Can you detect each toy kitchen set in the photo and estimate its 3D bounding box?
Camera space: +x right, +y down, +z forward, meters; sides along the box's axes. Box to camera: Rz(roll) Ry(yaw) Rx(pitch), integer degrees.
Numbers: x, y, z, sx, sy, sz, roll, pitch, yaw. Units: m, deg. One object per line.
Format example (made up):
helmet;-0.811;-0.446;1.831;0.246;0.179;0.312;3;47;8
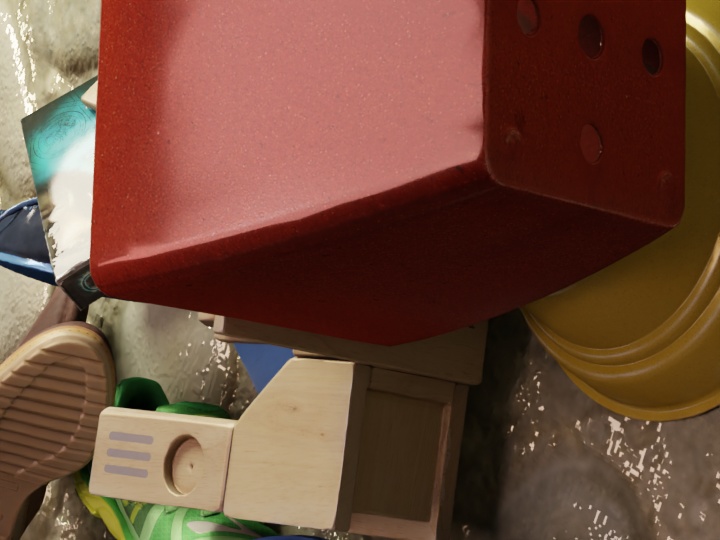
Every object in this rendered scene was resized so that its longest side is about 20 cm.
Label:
toy kitchen set;-0.060;0.014;1.288;0.180;0.163;0.201;2;82;45

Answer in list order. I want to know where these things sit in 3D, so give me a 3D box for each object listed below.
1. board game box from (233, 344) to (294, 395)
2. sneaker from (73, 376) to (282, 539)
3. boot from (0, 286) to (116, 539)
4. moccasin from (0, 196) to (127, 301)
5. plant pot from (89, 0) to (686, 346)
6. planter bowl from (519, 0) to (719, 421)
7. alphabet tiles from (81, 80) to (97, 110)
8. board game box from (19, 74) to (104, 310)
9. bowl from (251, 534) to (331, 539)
board game box;0.000;0.000;1.381;0.158;0.039;0.200;-50;50;26
sneaker;-0.092;0.114;1.446;0.200;0.074;0.084;34;114;50
boot;-0.176;0.053;1.515;0.167;0.072;0.200;-81;17;-47
moccasin;-0.122;-0.021;1.448;0.199;0.080;0.069;6;79;40
plant pot;0.024;-0.083;1.116;0.176;0.199;0.201;-5;79;40
planter bowl;0.109;-0.037;1.209;0.200;0.083;0.202;-12;75;50
alphabet tiles;-0.032;-0.138;1.376;0.200;0.008;0.167;-49;37;-15
board game box;-0.074;-0.077;1.384;0.199;0.028;0.136;-30;41;9
bowl;-0.040;0.230;1.330;0.200;0.039;0.202;-1;88;30
